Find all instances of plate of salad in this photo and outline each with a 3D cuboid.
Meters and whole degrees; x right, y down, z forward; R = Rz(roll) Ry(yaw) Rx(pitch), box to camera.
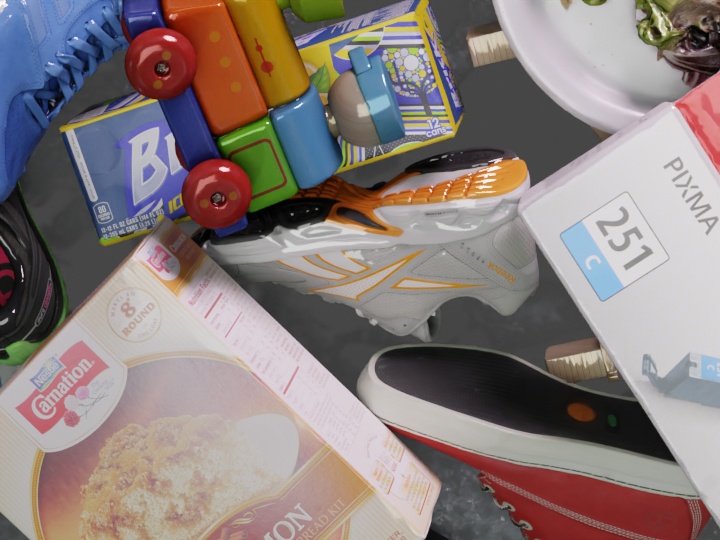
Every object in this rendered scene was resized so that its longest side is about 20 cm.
[{"bbox_3d":[0.162,-0.160,1.080,0.198,0.048,0.202,0,100,1],"label":"plate of salad"}]

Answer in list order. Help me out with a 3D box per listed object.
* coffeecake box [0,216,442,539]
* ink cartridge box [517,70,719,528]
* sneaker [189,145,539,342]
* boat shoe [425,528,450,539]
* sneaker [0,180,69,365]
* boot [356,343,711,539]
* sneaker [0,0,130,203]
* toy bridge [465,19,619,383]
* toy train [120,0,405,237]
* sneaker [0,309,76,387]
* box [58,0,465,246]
[{"bbox_3d":[-0.084,0.101,1.103,0.200,0.073,0.153,44,109,-6],"label":"coffeecake box"},{"bbox_3d":[0.201,0.003,1.061,0.176,0.045,0.201,-33,94,8],"label":"ink cartridge box"},{"bbox_3d":[0.000,0.000,1.138,0.199,0.076,0.093,-7,115,24],"label":"sneaker"},{"bbox_3d":[-0.001,0.158,1.187,0.201,0.074,0.065,33,103,-8],"label":"boat shoe"},{"bbox_3d":[-0.218,-0.045,1.146,0.076,0.084,0.201,-34,82,3],"label":"sneaker"},{"bbox_3d":[0.083,0.124,1.157,0.198,0.073,0.145,17,124,2],"label":"boot"},{"bbox_3d":[-0.139,-0.121,1.099,0.110,0.077,0.201,9,69,5],"label":"sneaker"},{"bbox_3d":[0.111,-0.036,1.141,0.067,0.027,0.201,-13,104,11],"label":"toy bridge"},{"bbox_3d":[-0.060,-0.127,1.036,0.115,0.085,0.201,-21,114,1],"label":"toy train"},{"bbox_3d":[-0.142,0.114,1.197,0.086,0.075,0.201,-24,100,8],"label":"sneaker"},{"bbox_3d":[-0.050,-0.078,1.135,0.199,0.064,0.071,-17,102,13],"label":"box"}]
